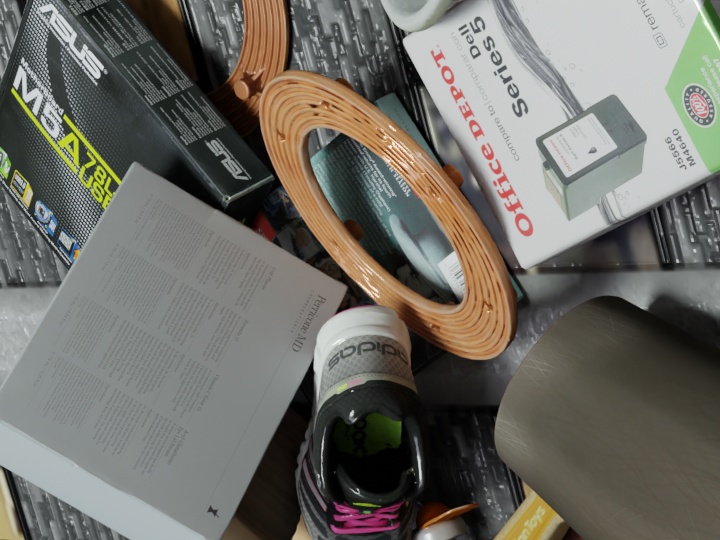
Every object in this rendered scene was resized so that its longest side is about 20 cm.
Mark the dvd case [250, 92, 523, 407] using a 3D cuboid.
[{"bbox_3d":[0.000,0.000,1.630,0.146,0.022,0.200,57,139,6],"label":"dvd case"}]

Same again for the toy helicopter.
[{"bbox_3d":[0.084,0.171,1.612,0.132,0.079,0.200,50,127,27],"label":"toy helicopter"}]

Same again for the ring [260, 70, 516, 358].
[{"bbox_3d":[0.018,-0.033,1.511,0.200,0.019,0.201,42,159,20],"label":"ring"}]

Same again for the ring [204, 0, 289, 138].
[{"bbox_3d":[-0.122,-0.169,1.668,0.200,0.019,0.201,21,123,36],"label":"ring"}]

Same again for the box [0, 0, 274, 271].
[{"bbox_3d":[-0.154,-0.067,1.707,0.200,0.047,0.193,50,146,16],"label":"box"}]

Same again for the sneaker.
[{"bbox_3d":[0.001,0.121,1.574,0.088,0.074,0.200,-97,8,-53],"label":"sneaker"}]

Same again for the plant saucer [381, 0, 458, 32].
[{"bbox_3d":[0.050,-0.225,1.406,0.200,0.050,0.201,180,90,-74],"label":"plant saucer"}]

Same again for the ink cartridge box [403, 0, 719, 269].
[{"bbox_3d":[0.136,-0.105,1.392,0.200,0.084,0.146,-30,87,49],"label":"ink cartridge box"}]

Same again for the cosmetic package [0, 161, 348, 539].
[{"bbox_3d":[-0.114,0.055,1.559,0.151,0.200,0.052,30,145,-3],"label":"cosmetic package"}]

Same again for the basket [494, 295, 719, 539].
[{"bbox_3d":[0.180,0.110,1.428,0.200,0.136,0.181,37,138,31],"label":"basket"}]

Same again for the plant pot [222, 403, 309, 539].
[{"bbox_3d":[-0.096,0.094,1.662,0.201,0.093,0.201,44,180,0],"label":"plant pot"}]
